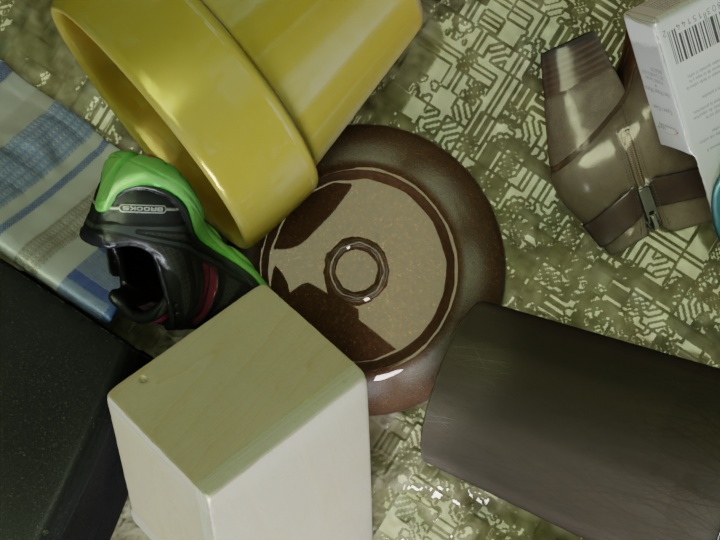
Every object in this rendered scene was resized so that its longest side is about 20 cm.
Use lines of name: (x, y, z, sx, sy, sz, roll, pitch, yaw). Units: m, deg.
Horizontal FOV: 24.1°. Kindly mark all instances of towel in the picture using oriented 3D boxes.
towel: (-0.212, -0.059, 1.140, 0.199, 0.147, 0.024, 35, 129, 5)

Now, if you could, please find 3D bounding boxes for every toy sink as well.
toy sink: (-0.075, 0.131, 1.097, 0.130, 0.201, 0.112, -36, 57, -24)

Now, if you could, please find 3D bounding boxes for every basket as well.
basket: (0.149, 0.105, 1.080, 0.198, 0.181, 0.137, 20, 69, 16)

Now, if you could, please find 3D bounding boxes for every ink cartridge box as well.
ink cartridge box: (0.282, -0.123, 1.082, 0.198, 0.045, 0.178, -27, 112, -13)

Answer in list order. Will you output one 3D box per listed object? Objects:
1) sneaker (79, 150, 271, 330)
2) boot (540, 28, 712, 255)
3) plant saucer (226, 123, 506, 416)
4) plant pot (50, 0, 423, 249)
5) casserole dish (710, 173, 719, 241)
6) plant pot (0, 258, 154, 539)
sneaker: (-0.121, 0.006, 1.089, 0.076, 0.200, 0.084, 16, 64, 39)
boot: (0.214, -0.106, 1.117, 0.198, 0.070, 0.148, -24, 95, 4)
plant saucer: (0.000, 0.000, 1.156, 0.198, 0.037, 0.203, 0, 91, 8)
plant pot: (-0.068, -0.150, 1.098, 0.189, 0.201, 0.201, -41, 85, -10)
casserole dish: (0.316, -0.060, 1.067, 0.198, 0.039, 0.122, -20, 110, -16)
plant pot: (-0.239, 0.096, 1.118, 0.198, 0.200, 0.178, 32, 85, 7)
